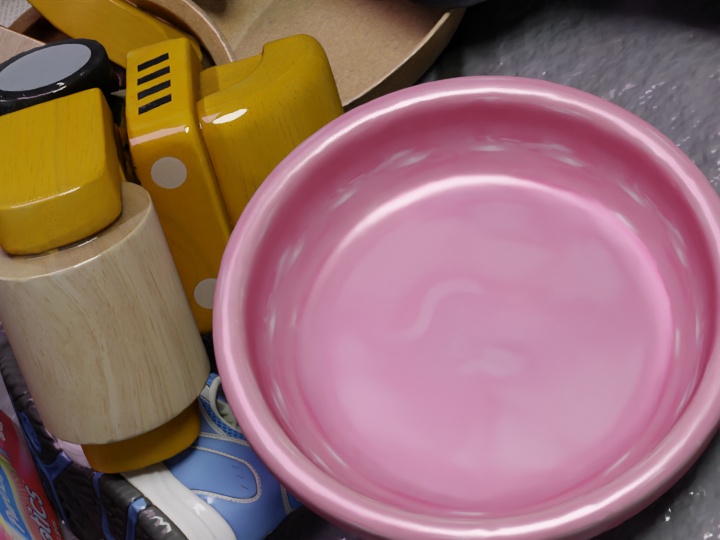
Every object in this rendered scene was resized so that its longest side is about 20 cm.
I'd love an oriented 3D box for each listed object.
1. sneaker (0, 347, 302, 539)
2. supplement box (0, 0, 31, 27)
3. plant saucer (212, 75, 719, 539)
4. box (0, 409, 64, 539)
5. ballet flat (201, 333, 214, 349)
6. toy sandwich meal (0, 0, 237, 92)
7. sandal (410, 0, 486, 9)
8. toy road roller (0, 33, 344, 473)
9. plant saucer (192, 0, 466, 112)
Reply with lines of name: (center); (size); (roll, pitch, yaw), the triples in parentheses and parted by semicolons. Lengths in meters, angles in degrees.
sneaker: (-0.093, 0.077, 0.837); (0.077, 0.076, 0.200); (-30, 35, -22)
supplement box: (-0.205, -0.095, 1.086); (0.200, 0.074, 0.126); (-25, 38, 19)
plant saucer: (0.046, 0.020, 0.735); (0.200, 0.051, 0.201); (-4, 60, 6)
box: (-0.191, 0.128, 0.831); (0.103, 0.095, 0.200); (-37, 38, 3)
ballet flat: (0.000, 0.000, 0.844); (0.200, 0.046, 0.067); (-5, 48, 36)
toy sandwich meal: (-0.146, -0.060, 0.941); (0.205, 0.070, 0.206); (-5, 80, 28)
sandal: (0.022, -0.175, 0.947); (0.200, 0.043, 0.076); (22, 67, 48)
toy road roller: (-0.072, -0.026, 0.796); (0.146, 0.123, 0.200); (-16, 29, 2)
plant saucer: (-0.016, -0.129, 0.997); (0.200, 0.035, 0.200); (-22, 40, 20)
